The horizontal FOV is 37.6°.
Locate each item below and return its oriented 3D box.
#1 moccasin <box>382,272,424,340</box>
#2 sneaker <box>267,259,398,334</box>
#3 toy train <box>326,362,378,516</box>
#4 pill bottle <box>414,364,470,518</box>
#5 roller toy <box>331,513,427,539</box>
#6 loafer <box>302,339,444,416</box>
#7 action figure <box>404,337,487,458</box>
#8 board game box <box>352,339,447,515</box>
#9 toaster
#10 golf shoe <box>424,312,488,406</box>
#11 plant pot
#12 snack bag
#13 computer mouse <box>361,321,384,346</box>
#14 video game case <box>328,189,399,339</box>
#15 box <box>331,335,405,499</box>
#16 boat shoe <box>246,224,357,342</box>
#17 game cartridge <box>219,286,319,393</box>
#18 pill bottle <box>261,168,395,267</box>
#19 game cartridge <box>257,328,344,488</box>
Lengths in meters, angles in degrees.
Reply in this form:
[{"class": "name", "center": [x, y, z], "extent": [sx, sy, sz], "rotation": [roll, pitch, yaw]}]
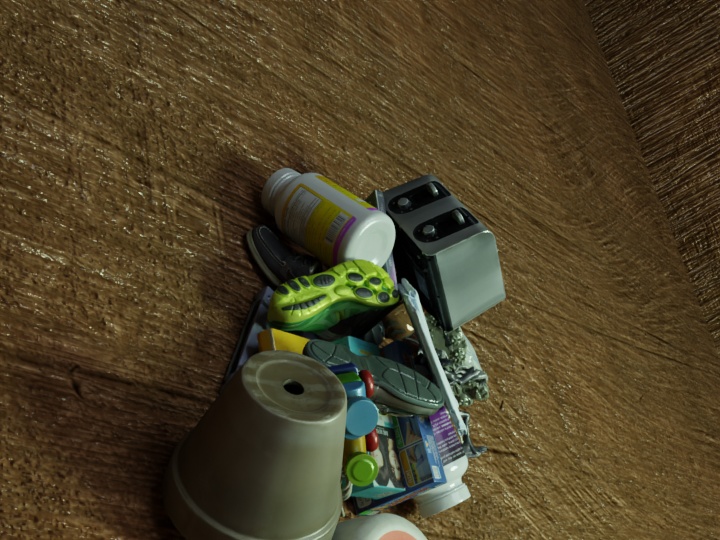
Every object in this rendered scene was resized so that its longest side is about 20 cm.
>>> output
[{"class": "moccasin", "center": [0.074, 0.032, 1.742], "extent": [0.078, 0.073, 0.202], "rotation": [59, 37, -19]}, {"class": "sneaker", "center": [-0.040, 0.037, 1.421], "extent": [0.199, 0.084, 0.075], "rotation": [-9, 67, -31]}, {"class": "toy train", "center": [-0.009, 0.221, 1.243], "extent": [0.116, 0.084, 0.202], "rotation": [-140, -136, -69]}, {"class": "pill bottle", "center": [0.081, 0.244, 1.512], "extent": [0.112, 0.112, 0.201], "rotation": [-7, 70, -59]}, {"class": "roller toy", "center": [0.000, 0.385, 1.229], "extent": [0.182, 0.139, 0.201], "rotation": [-37, 103, -52]}, {"class": "loafer", "center": [0.008, 0.146, 1.335], "extent": [0.199, 0.063, 0.072], "rotation": [22, 27, -19]}, {"class": "action figure", "center": [0.127, 0.187, 1.623], "extent": [0.102, 0.118, 0.202], "rotation": [-22, 100, -50]}, {"class": "board game box", "center": [0.030, 0.213, 1.435], "extent": [0.034, 0.135, 0.201], "rotation": [18, 50, -51]}, {"class": "toaster", "center": [0.122, -0.021, 1.612], "extent": [0.181, 0.118, 0.201], "rotation": [52, -15, 47]}, {"class": "golf shoe", "center": [0.150, 0.130, 1.761], "extent": [0.098, 0.078, 0.201], "rotation": [-87, 155, -56]}, {"class": "plant pot", "center": [-0.097, 0.187, 1.135], "extent": [0.198, 0.175, 0.201], "rotation": [16, 29, -9]}, {"class": "snack bag", "center": [0.098, 0.112, 1.451], "extent": [0.200, 0.021, 0.190], "rotation": [-109, 177, -81]}, {"class": "computer mouse", "center": [0.042, 0.112, 1.644], "extent": [0.200, 0.034, 0.059], "rotation": [50, 28, -25]}, {"class": "video game case", "center": [0.000, 0.000, 1.570], "extent": [0.019, 0.143, 0.201], "rotation": [17, 49, -30]}, {"class": "box", "center": [0.002, 0.193, 1.384], "extent": [0.082, 0.049, 0.202], "rotation": [23, 51, -55]}, {"class": "boat shoe", "center": [-0.080, 0.009, 1.491], "extent": [0.200, 0.065, 0.072], "rotation": [51, 25, 4]}, {"class": "game cartridge", "center": [-0.109, 0.127, 1.395], "extent": [0.130, 0.038, 0.201], "rotation": [43, 33, -21]}, {"class": "pill bottle", "center": [-0.052, -0.074, 1.514], "extent": [0.199, 0.105, 0.104], "rotation": [34, 12, 35]}, {"class": "game cartridge", "center": [-0.060, 0.186, 1.362], "extent": [0.176, 0.032, 0.202], "rotation": [24, 51, -55]}]
